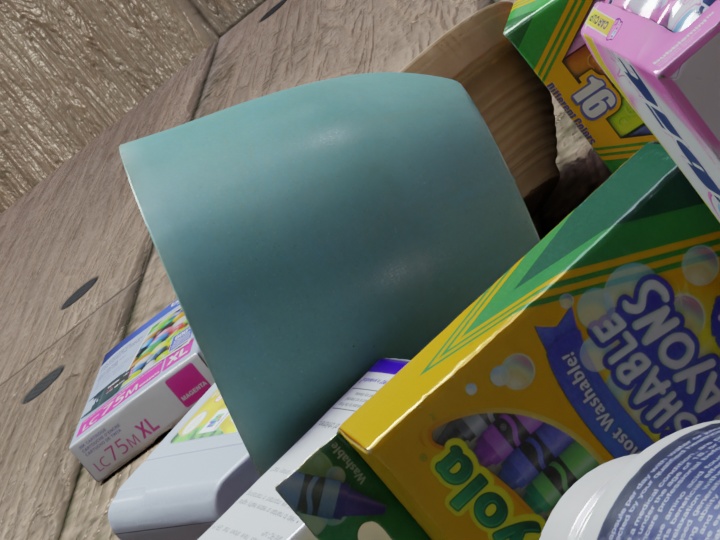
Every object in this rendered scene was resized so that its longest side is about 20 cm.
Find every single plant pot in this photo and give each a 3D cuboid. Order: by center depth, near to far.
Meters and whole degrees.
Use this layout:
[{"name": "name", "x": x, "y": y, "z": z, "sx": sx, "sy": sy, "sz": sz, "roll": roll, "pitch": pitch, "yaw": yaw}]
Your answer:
[{"name": "plant pot", "x": 0.000, "y": 0.000, "z": 1.094, "sx": 0.160, "sy": 0.202, "sz": 0.201, "roll": -24, "pitch": 14, "yaw": -1}, {"name": "plant pot", "x": 0.050, "y": -0.052, "z": 1.349, "sx": 0.201, "sy": 0.093, "sz": 0.201, "roll": -44, "pitch": -9, "yaw": -9}]

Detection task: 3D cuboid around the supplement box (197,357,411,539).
[{"name": "supplement box", "x": -0.014, "y": 0.141, "z": 0.951, "sx": 0.200, "sy": 0.101, "sz": 0.103, "roll": -43, "pitch": 14, "yaw": -15}]

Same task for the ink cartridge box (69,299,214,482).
[{"name": "ink cartridge box", "x": -0.140, "y": 0.066, "z": 1.668, "sx": 0.119, "sy": 0.042, "sz": 0.200, "roll": -36, "pitch": 12, "yaw": 15}]

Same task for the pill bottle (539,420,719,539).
[{"name": "pill bottle", "x": 0.129, "y": 0.100, "z": 0.675, "sx": 0.111, "sy": 0.111, "sz": 0.200, "roll": -44, "pitch": 14, "yaw": -16}]

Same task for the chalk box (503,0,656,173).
[{"name": "chalk box", "x": 0.198, "y": -0.161, "z": 1.291, "sx": 0.199, "sy": 0.124, "sz": 0.125, "roll": -34, "pitch": 15, "yaw": 24}]

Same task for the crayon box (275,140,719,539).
[{"name": "crayon box", "x": 0.084, "y": 0.064, "z": 0.880, "sx": 0.200, "sy": 0.126, "sz": 0.052, "roll": -42, "pitch": 14, "yaw": -6}]

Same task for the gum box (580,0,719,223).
[{"name": "gum box", "x": 0.162, "y": -0.027, "z": 0.797, "sx": 0.066, "sy": 0.200, "sz": 0.114, "roll": -39, "pitch": 15, "yaw": 1}]

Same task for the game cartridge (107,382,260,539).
[{"name": "game cartridge", "x": -0.040, "y": 0.070, "z": 1.258, "sx": 0.133, "sy": 0.041, "sz": 0.200, "roll": -11, "pitch": 31, "yaw": 51}]
